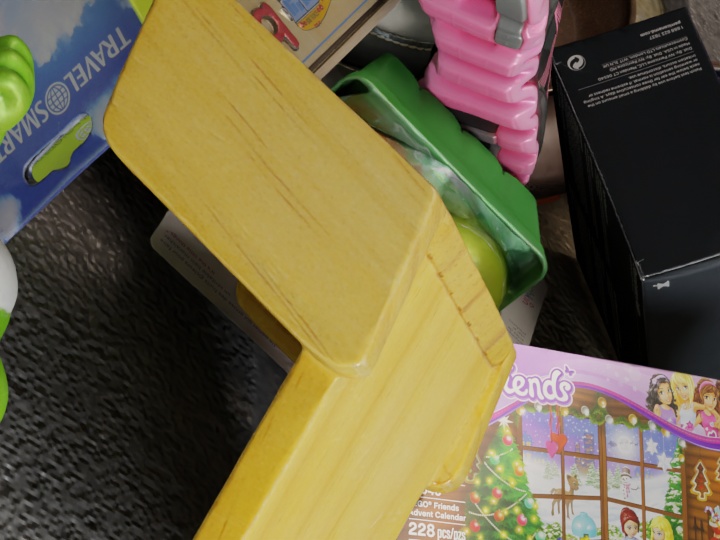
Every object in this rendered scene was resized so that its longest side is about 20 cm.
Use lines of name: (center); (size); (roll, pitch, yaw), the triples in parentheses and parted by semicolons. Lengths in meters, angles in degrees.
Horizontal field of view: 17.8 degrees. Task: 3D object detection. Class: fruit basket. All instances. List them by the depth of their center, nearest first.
fruit basket: (0.000, 0.000, 1.032); (0.185, 0.094, 0.200); (43, 41, -13)

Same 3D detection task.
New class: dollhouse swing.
dollhouse swing: (-0.048, 0.034, 0.830); (0.182, 0.176, 0.200); (43, -4, 19)

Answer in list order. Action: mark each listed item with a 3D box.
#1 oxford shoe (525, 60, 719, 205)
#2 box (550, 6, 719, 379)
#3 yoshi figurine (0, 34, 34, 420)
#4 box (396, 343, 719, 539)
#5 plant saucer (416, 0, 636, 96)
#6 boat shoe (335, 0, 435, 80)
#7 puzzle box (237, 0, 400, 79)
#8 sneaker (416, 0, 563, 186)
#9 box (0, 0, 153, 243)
oxford shoe: (0.131, -0.082, 1.241); (0.199, 0.073, 0.072); (-18, 92, -28)
box: (0.158, -0.012, 1.164); (0.200, 0.078, 0.142); (73, 1, -59)
yoshi figurine: (-0.170, -0.036, 0.804); (0.111, 0.112, 0.201); (3, 55, -34)
box: (0.090, 0.106, 0.968); (0.199, 0.039, 0.138); (10, 69, -28)
plant saucer: (0.050, -0.153, 1.242); (0.199, 0.037, 0.201); (9, 46, -9)
boat shoe: (-0.026, -0.155, 1.132); (0.199, 0.062, 0.073); (27, 41, -12)
puzzle box: (-0.051, -0.143, 1.009); (0.133, 0.025, 0.200); (51, 42, -10)
sneaker: (0.068, -0.115, 1.101); (0.079, 0.201, 0.096); (23, 57, 9)
box: (-0.144, -0.119, 0.904); (0.048, 0.122, 0.201); (-6, 62, -56)
